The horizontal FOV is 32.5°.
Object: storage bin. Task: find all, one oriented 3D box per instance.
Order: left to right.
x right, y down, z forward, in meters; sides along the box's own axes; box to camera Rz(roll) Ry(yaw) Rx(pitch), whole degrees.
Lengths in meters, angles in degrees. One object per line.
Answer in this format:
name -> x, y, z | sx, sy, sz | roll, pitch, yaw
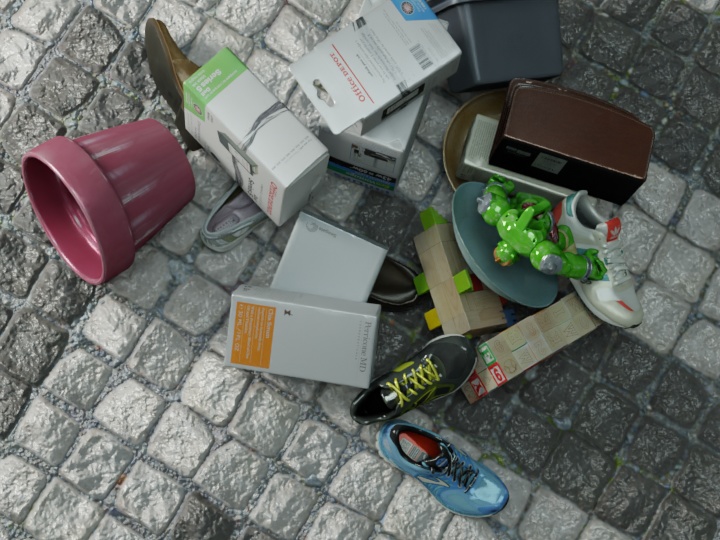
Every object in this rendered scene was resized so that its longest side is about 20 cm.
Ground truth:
storage bin -> 0.196, -0.333, 1.788 | 0.197, 0.145, 0.137 | -9, 92, -26

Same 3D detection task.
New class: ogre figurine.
ogre figurine -> 0.225, -0.054, 1.630 | 0.098, 0.119, 0.202 | -35, 76, 31

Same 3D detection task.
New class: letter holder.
letter holder -> 0.292, -0.196, 1.676 | 0.197, 0.101, 0.144 | 17, 73, -1

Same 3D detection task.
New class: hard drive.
hard drive -> -0.059, 0.036, 1.691 | 0.130, 0.027, 0.203 | 23, 101, 1

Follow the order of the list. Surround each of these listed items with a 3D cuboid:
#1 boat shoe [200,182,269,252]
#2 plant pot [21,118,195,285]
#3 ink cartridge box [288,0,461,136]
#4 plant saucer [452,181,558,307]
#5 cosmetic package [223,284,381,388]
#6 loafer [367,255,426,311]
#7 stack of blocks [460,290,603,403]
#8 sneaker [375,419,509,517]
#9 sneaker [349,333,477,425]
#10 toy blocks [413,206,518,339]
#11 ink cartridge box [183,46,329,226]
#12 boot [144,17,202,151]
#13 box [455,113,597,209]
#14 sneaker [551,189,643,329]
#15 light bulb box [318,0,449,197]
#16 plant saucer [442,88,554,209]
boat shoe -> -0.144, -0.107, 1.740 | 0.201, 0.065, 0.075 | -40, 83, -13
plant pot -> -0.330, -0.110, 1.670 | 0.178, 0.200, 0.201 | -33, 81, -27
ink cartridge box -> 0.017, -0.258, 1.583 | 0.199, 0.068, 0.117 | -34, 81, -11
plant saucer -> 0.187, -0.027, 1.681 | 0.199, 0.039, 0.203 | 30, 38, -27
cosmetic package -> -0.076, 0.087, 1.653 | 0.196, 0.071, 0.103 | 8, 101, 4
loafer -> 0.000, 0.000, 1.724 | 0.197, 0.071, 0.074 | 20, 76, 0
stack of blocks -> 0.233, 0.100, 1.697 | 0.198, 0.115, 0.059 | -26, 80, -29
sneaker -> 0.110, 0.268, 1.661 | 0.198, 0.090, 0.079 | 29, 76, 1
sneaker -> 0.070, 0.156, 1.646 | 0.199, 0.084, 0.075 | -35, 88, 24
toy blocks -> 0.158, 0.011, 1.718 | 0.135, 0.100, 0.203 | -7, 74, -41
ink cartridge box -> -0.142, -0.176, 1.656 | 0.084, 0.146, 0.200 | -41, 81, -17
boot -> -0.249, -0.274, 1.777 | 0.075, 0.074, 0.202 | -24, 87, -25
box -> 0.240, -0.146, 1.745 | 0.197, 0.068, 0.083 | 20, 75, -1
sneaker -> 0.326, -0.018, 1.669 | 0.070, 0.094, 0.201 | -17, 66, -40
light bulb box -> 0.028, -0.237, 1.717 | 0.123, 0.200, 0.201 | 20, 76, 2
plant saucer -> 0.214, -0.163, 1.800 | 0.196, 0.035, 0.204 | 1, 76, -6
